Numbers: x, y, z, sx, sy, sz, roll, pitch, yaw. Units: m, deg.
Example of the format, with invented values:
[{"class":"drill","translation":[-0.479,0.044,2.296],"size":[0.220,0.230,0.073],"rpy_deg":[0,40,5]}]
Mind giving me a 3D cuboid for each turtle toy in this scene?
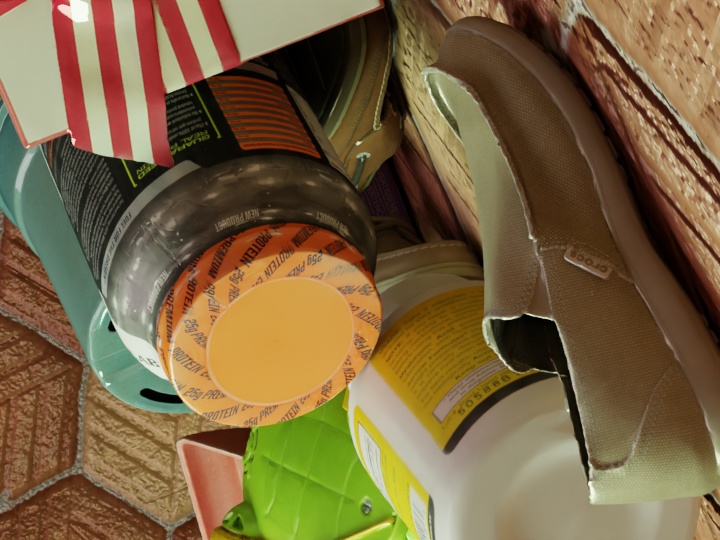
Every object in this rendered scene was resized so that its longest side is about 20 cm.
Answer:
[{"class":"turtle toy","translation":[0.014,0.111,1.228],"size":[0.200,0.101,0.147],"rpy_deg":[21,98,50]}]

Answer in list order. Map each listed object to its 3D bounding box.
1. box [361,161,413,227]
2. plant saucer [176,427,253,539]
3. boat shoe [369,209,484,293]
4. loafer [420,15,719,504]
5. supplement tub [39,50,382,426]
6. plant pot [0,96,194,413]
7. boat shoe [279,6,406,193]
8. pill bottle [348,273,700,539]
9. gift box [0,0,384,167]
[{"class":"box","translation":[-0.020,-0.060,1.450],"size":[0.137,0.039,0.200],"rpy_deg":[68,172,-30]},{"class":"plant saucer","translation":[0.007,0.168,1.388],"size":[0.199,0.037,0.201],"rpy_deg":[15,143,21]},{"class":"boat shoe","translation":[0.000,0.000,1.302],"size":[0.200,0.072,0.065],"rpy_deg":[-18,71,62]},{"class":"loafer","translation":[0.069,-0.003,0.887],"size":[0.201,0.068,0.076],"rpy_deg":[60,173,22]},{"class":"supplement tub","translation":[-0.068,-0.031,1.111],"size":[0.200,0.122,0.123],"rpy_deg":[-118,5,-46]},{"class":"plant pot","translation":[-0.126,-0.025,1.610],"size":[0.201,0.199,0.197],"rpy_deg":[70,176,-46]},{"class":"boat shoe","translation":[-0.014,-0.083,1.224],"size":[0.200,0.068,0.072],"rpy_deg":[125,131,-59]},{"class":"pill bottle","translation":[0.058,0.068,1.060],"size":[0.112,0.111,0.200],"rpy_deg":[66,172,-23]},{"class":"gift box","translation":[-0.089,-0.164,1.035],"size":[0.187,0.184,0.201],"rpy_deg":[-113,-3,-62]}]
